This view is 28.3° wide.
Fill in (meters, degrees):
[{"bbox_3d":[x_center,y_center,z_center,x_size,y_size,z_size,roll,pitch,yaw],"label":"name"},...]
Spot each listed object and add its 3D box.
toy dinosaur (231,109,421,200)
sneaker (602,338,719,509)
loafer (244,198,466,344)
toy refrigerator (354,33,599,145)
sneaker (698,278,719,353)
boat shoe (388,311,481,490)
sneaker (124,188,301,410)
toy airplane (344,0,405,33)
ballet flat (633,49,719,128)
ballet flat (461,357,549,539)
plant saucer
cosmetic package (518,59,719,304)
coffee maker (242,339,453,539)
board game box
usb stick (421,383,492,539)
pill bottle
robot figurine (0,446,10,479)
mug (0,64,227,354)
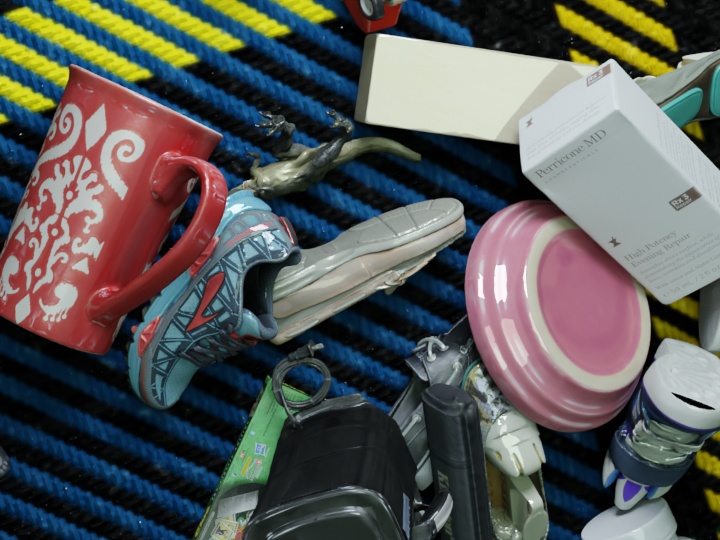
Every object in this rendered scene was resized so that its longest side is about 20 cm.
[{"bbox_3d":[-0.043,-0.096,1.197,0.199,0.088,0.048,-18,56,-12],"label":"toy dinosaur"},{"bbox_3d":[0.253,0.146,1.194,0.080,0.200,0.147,21,103,7],"label":"sneaker"},{"bbox_3d":[0.000,0.000,1.215,0.199,0.072,0.063,-22,112,-3],"label":"loafer"},{"bbox_3d":[0.100,-0.151,1.222,0.199,0.070,0.076,6,97,-10],"label":"toy refrigerator"},{"bbox_3d":[0.372,-0.015,1.273,0.115,0.074,0.201,13,88,-7],"label":"sneaker"},{"bbox_3d":[0.071,0.087,1.224,0.068,0.072,0.201,29,94,-15],"label":"boat shoe"},{"bbox_3d":[-0.117,0.039,1.151,0.095,0.079,0.201,36,108,21],"label":"sneaker"},{"bbox_3d":[-0.005,-0.316,1.160,0.200,0.141,0.200,25,99,-42],"label":"toy airplane"},{"bbox_3d":[0.287,-0.161,1.254,0.199,0.064,0.068,-25,135,-29],"label":"ballet flat"},{"bbox_3d":[0.130,0.166,1.200,0.072,0.072,0.201,-15,120,-10],"label":"ballet flat"},{"bbox_3d":[0.176,0.033,1.200,0.200,0.051,0.201,15,66,-35],"label":"plant saucer"},{"bbox_3d":[0.230,-0.069,1.182,0.102,0.074,0.200,-34,124,31],"label":"cosmetic package"},{"bbox_3d":[-0.028,0.182,1.109,0.135,0.200,0.192,-41,96,10],"label":"coffee maker"},{"bbox_3d":[-0.075,0.202,1.224,0.104,0.023,0.201,26,87,-9],"label":"board game box"},{"bbox_3d":[0.083,0.183,1.188,0.033,0.055,0.201,-30,126,-34],"label":"usb stick"},{"bbox_3d":[0.269,0.304,1.245,0.112,0.112,0.201,-26,96,-9],"label":"pill bottle"},{"bbox_3d":[-0.366,0.178,1.121,0.150,0.125,0.200,-38,100,-42],"label":"robot figurine"},{"bbox_3d":[-0.204,-0.041,1.121,0.133,0.177,0.201,25,92,-24],"label":"mug"}]
